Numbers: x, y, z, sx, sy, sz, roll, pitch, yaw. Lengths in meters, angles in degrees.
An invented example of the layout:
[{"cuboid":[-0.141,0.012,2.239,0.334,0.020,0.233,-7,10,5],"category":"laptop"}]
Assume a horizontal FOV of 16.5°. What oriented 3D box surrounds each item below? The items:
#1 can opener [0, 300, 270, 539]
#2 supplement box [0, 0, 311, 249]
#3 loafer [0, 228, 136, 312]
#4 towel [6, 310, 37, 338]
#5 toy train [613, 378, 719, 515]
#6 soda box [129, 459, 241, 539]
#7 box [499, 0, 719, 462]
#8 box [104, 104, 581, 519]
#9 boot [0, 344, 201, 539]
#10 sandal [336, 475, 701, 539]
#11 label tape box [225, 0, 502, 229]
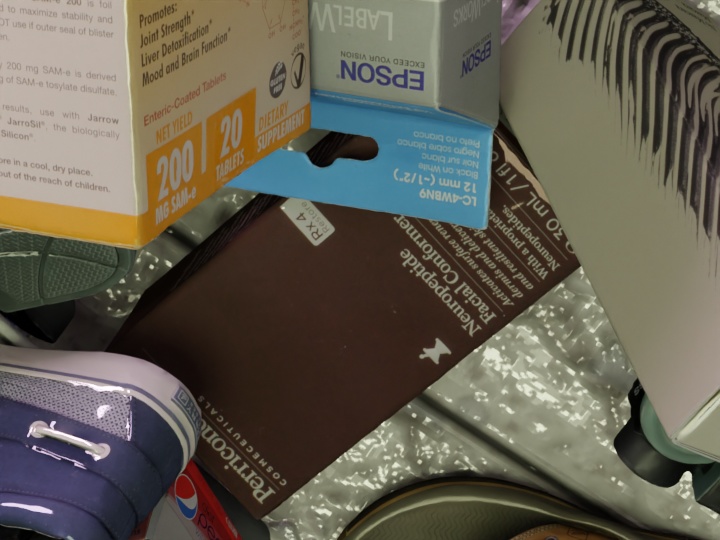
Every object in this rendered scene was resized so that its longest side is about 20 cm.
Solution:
[{"cuboid":[-0.108,0.052,1.061,0.200,0.067,0.053,44,159,-26],"category":"can opener"},{"cuboid":[-0.075,-0.124,0.808,0.073,0.126,0.201,9,115,24],"category":"supplement box"},{"cuboid":[-0.184,-0.017,0.985,0.199,0.063,0.072,-5,139,7],"category":"loafer"},{"cuboid":[-0.246,0.002,1.081,0.200,0.024,0.147,41,96,-5],"category":"towel"},{"cuboid":[0.187,0.019,0.979,0.114,0.085,0.200,30,114,-15],"category":"toy train"},{"cuboid":[-0.155,0.130,1.047,0.199,0.064,0.070,-13,127,22],"category":"soda box"},{"cuboid":[0.121,-0.021,0.906,0.082,0.200,0.068,20,123,-39],"category":"box"},{"cuboid":[0.000,0.000,1.017,0.100,0.075,0.200,46,116,-8],"category":"box"},{"cuboid":[-0.166,0.077,0.994,0.199,0.090,0.073,-1,129,31],"category":"boot"},{"cuboid":[0.082,0.143,1.065,0.199,0.055,0.082,14,115,7],"category":"sandal"},{"cuboid":[-0.024,-0.110,0.902,0.143,0.066,0.201,10,113,21],"category":"label tape box"}]
